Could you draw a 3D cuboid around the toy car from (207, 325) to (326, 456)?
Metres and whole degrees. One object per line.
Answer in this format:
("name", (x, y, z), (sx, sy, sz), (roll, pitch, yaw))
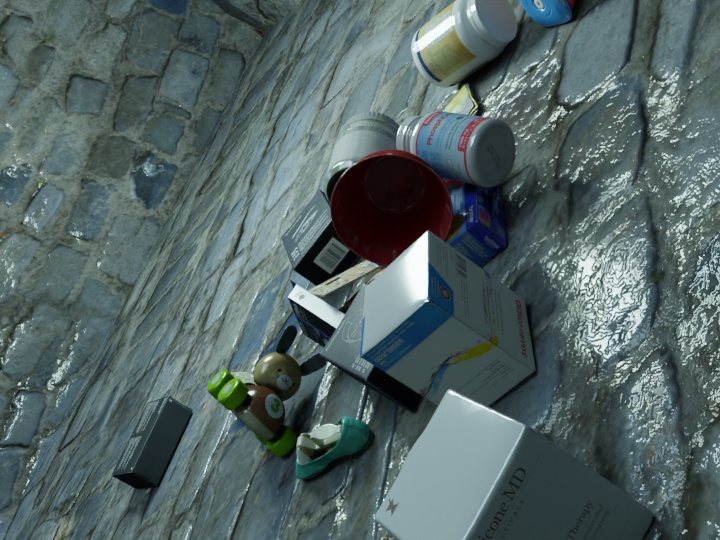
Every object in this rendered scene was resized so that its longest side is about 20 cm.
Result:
("toy car", (-0.156, 0.210, 1.732), (0.200, 0.164, 0.157), (-48, 21, -12))

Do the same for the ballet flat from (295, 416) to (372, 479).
("ballet flat", (-0.065, 0.289, 1.538), (0.199, 0.070, 0.068), (-35, 30, 40))

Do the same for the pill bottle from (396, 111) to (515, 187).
("pill bottle", (0.154, -0.207, 1.539), (0.199, 0.109, 0.110), (19, 74, 48))

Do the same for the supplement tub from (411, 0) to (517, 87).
("supplement tub", (0.218, -0.489, 1.942), (0.199, 0.144, 0.146), (-26, 36, 49))

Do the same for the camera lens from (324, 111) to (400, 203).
("camera lens", (0.013, -0.217, 1.957), (0.159, 0.159, 0.202), (-35, 29, 38))

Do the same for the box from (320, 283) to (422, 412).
("box", (0.043, 0.121, 1.506), (0.150, 0.107, 0.200), (-58, 24, -7))

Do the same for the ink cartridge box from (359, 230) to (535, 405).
("ink cartridge box", (0.121, 0.081, 1.288), (0.145, 0.199, 0.148), (-42, 26, 31))

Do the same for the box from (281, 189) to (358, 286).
("box", (-0.079, -0.065, 2.004), (0.148, 0.104, 0.200), (-51, 23, 11))

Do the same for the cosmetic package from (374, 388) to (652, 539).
("cosmetic package", (0.157, 0.259, 0.974), (0.169, 0.199, 0.166), (-58, 23, -7))

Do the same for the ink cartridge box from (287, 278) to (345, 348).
("ink cartridge box", (-0.073, 0.096, 1.693), (0.039, 0.100, 0.199), (-36, 39, -21))

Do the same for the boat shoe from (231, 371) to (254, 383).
("boat shoe", (-0.227, 0.261, 1.930), (0.199, 0.071, 0.069), (7, 100, 57))

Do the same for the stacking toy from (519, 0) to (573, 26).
("stacking toy", (0.404, -0.575, 1.778), (0.200, 0.116, 0.109), (-46, 21, -14))

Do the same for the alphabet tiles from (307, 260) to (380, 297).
("alphabet tiles", (0.000, 0.000, 1.736), (0.198, 0.008, 0.167), (-28, 7, -13))

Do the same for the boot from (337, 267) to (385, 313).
("boot", (0.021, 0.058, 1.706), (0.200, 0.075, 0.107), (-45, 4, 38))

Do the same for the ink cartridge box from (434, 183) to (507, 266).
("ink cartridge box", (0.171, -0.065, 1.550), (0.199, 0.076, 0.137), (-39, 28, 30))

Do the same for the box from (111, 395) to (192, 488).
("box", (-0.499, 0.413, 2.218), (0.141, 0.078, 0.202), (-26, 36, 55))

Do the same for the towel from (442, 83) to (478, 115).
("towel", (0.171, -0.297, 1.932), (0.200, 0.023, 0.144), (-44, 26, 25))

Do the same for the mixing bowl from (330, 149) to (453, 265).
("mixing bowl", (0.053, -0.120, 1.522), (0.200, 0.199, 0.109), (-43, 19, 26))

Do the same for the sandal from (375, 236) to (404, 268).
("sandal", (0.047, -0.036, 1.604), (0.202, 0.057, 0.081), (-93, 22, -58))

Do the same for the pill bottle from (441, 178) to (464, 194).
("pill bottle", (0.120, -0.137, 1.700), (0.200, 0.110, 0.111), (-44, 25, 25))
